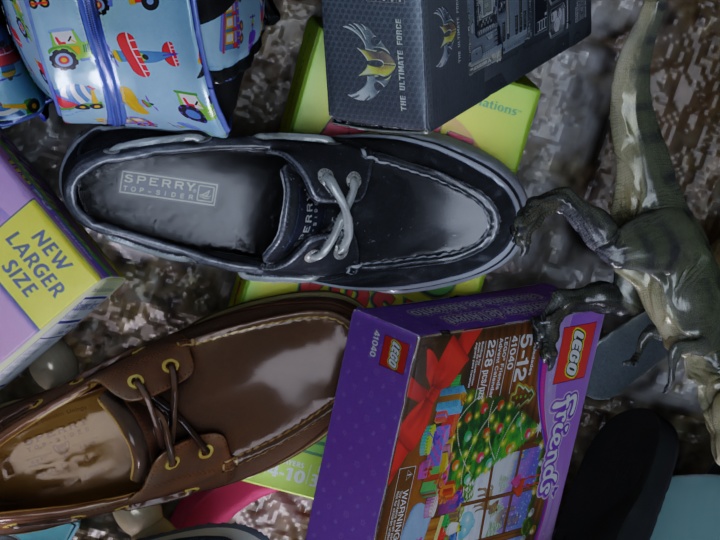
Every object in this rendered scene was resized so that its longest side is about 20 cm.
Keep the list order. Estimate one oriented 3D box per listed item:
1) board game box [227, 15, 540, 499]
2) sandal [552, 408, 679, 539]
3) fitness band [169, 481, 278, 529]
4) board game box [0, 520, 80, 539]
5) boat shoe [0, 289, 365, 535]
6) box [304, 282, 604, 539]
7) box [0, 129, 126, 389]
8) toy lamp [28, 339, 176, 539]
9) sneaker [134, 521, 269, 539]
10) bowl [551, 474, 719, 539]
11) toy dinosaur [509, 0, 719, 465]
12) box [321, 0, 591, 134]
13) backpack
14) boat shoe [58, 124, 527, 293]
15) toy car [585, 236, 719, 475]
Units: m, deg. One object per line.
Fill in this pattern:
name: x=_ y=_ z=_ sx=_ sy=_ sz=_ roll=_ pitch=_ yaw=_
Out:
board game box: x=0.000 y=0.000 z=1.292 sx=0.101 sy=0.048 sz=0.201 roll=15 pitch=100 yaw=-8
sandal: x=0.080 y=0.148 z=1.270 sx=0.045 sy=0.075 sz=0.201 roll=27 pitch=74 yaw=-28
fitness band: x=-0.026 y=0.175 z=1.373 sx=0.143 sy=0.037 sz=0.201 roll=0 pitch=108 yaw=0
board game box: x=-0.247 y=0.131 z=1.337 sx=0.199 sy=0.047 sz=0.151 roll=24 pitch=105 yaw=-11
boat shoe: x=-0.085 y=0.066 z=1.241 sx=0.199 sy=0.068 sz=0.072 roll=-20 pitch=94 yaw=6
box: x=0.033 y=0.109 z=1.271 sx=0.039 sy=0.137 sz=0.201 roll=22 pitch=109 yaw=35
box: x=-0.231 y=0.001 z=1.228 sx=0.200 sy=0.097 sz=0.176 roll=-40 pitch=89 yaw=0
toy lamp: x=-0.101 y=0.100 z=1.307 sx=0.058 sy=0.058 sz=0.201 roll=-27 pitch=94 yaw=6
sneaker: x=-0.129 y=0.160 z=1.259 sx=0.199 sy=0.082 sz=0.070 roll=-23 pitch=96 yaw=28
bowl: x=0.159 y=0.201 z=1.314 sx=0.200 sy=0.105 sz=0.201 roll=10 pitch=130 yaw=12
toy dinosaur: x=0.109 y=-0.006 z=1.220 sx=0.088 sy=0.047 sz=0.201 roll=-17 pitch=102 yaw=-3
box: x=0.038 y=-0.172 z=1.192 sx=0.051 sy=0.158 sz=0.201 roll=6 pitch=112 yaw=28
backpack: x=-0.105 y=-0.137 z=1.172 sx=0.134 sy=0.200 sz=0.183 roll=-8 pitch=110 yaw=0
boat shoe: x=-0.026 y=-0.027 z=1.224 sx=0.199 sy=0.068 sz=0.072 roll=9 pitch=100 yaw=-7
toy car: x=0.191 y=0.020 z=1.280 sx=0.164 sy=0.158 sz=0.200 roll=46 pitch=113 yaw=-4
